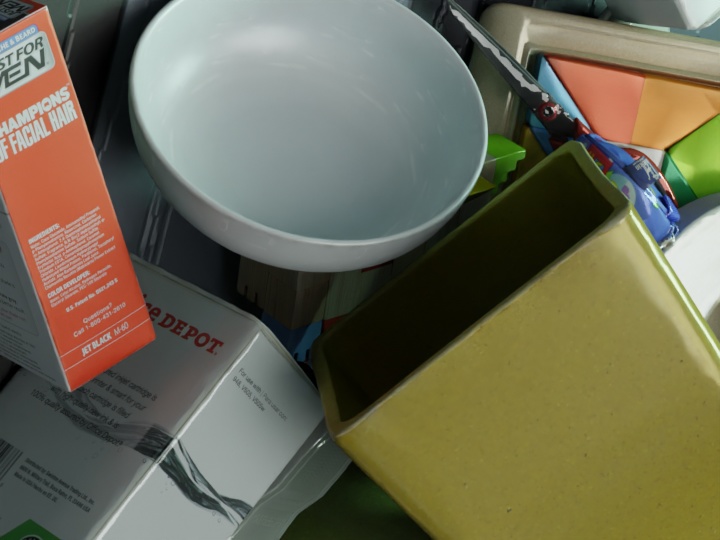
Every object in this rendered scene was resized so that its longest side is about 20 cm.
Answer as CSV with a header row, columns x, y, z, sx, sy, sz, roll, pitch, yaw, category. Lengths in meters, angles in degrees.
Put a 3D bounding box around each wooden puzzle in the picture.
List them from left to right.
x,y,z,sx,sy,sz,roll,pitch,yaw,category
0.155,-0.056,1.717,0.199,0.037,0.186,10,101,-3,wooden puzzle

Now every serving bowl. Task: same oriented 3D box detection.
x,y,z,sx,sy,sz,roll,pitch,yaw,category
-0.034,-0.073,1.553,0.200,0.200,0.066,-23,152,-31,serving bowl

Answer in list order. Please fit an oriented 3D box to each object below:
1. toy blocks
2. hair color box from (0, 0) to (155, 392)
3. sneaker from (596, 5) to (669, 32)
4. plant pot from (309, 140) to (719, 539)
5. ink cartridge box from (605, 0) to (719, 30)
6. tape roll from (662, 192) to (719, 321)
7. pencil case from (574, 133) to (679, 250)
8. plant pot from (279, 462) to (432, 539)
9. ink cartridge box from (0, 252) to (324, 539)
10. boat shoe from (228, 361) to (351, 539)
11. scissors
x,y,z,sx,sy,sz,roll,pitch,yaw,category
0.000,0.000,1.659,0.200,0.100,0.137,-17,128,-40,toy blocks
-0.185,-0.048,1.471,0.064,0.111,0.201,-33,124,-26,hair color box
0.177,-0.073,1.774,0.075,0.081,0.201,-9,109,-34,sneaker
0.112,0.079,1.532,0.194,0.196,0.200,-38,104,4,plant pot
0.183,-0.265,1.689,0.146,0.084,0.200,-39,118,-22,ink cartridge box
0.237,0.052,1.699,0.202,0.037,0.204,-2,95,-24,tape roll
0.106,0.014,1.651,0.200,0.087,0.078,-51,155,6,pencil case
0.020,0.198,1.669,0.199,0.190,0.201,-14,115,-33,plant pot
-0.134,0.105,1.542,0.200,0.146,0.083,-51,132,-12,ink cartridge box
-0.081,0.139,1.614,0.200,0.060,0.076,-45,152,3,boat shoe
0.124,-0.090,1.687,0.073,0.014,0.201,-27,102,4,scissors
